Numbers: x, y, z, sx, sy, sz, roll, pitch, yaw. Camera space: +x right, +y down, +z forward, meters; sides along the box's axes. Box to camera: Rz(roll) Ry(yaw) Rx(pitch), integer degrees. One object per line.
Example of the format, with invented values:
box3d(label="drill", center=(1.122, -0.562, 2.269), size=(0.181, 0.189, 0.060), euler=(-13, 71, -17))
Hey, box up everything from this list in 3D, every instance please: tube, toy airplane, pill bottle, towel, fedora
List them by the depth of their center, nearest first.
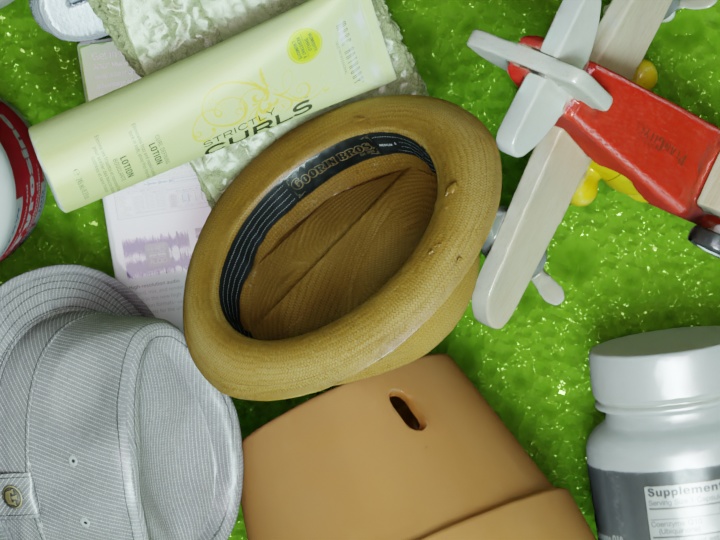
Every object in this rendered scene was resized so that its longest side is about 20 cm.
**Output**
box3d(label="fedora", center=(0.000, 0.000, 1.355), size=(0.200, 0.201, 0.082), euler=(-37, 132, 4))
box3d(label="tube", center=(-0.080, -0.093, 1.365), size=(0.200, 0.058, 0.052), euler=(-23, 86, -5))
box3d(label="fedora", center=(-0.127, 0.093, 1.377), size=(0.090, 0.177, 0.201), euler=(-6, 90, 40))
box3d(label="pill bottle", center=(-0.239, -0.044, 1.386), size=(0.112, 0.200, 0.113), euler=(0, 97, 1))
box3d(label="towel", center=(-0.049, -0.119, 1.407), size=(0.148, 0.036, 0.200), euler=(-30, 109, 1))
box3d(label="toy airplane", center=(0.126, -0.086, 1.409), size=(0.200, 0.141, 0.200), euler=(-23, 115, -26))
box3d(label="pill bottle", center=(0.190, 0.138, 1.447), size=(0.113, 0.113, 0.201), euler=(-8, 96, 1))

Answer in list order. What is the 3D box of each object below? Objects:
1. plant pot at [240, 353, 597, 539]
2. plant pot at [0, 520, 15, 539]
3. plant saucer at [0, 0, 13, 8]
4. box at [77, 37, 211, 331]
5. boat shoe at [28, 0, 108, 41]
box3d(label="plant pot", center=(0.016, 0.138, 1.419), size=(0.200, 0.200, 0.140), euler=(-26, 79, 3))
box3d(label="plant pot", center=(-0.234, 0.135, 1.430), size=(0.186, 0.186, 0.200), euler=(21, 83, -2))
box3d(label="plant saucer", center=(-0.181, -0.233, 1.396), size=(0.050, 0.200, 0.201), euler=(15, 98, -39))
box3d(label="box", center=(-0.078, -0.046, 1.469), size=(0.144, 0.036, 0.201), euler=(-8, 97, 1))
box3d(label="boat shoe", center=(-0.095, -0.185, 1.434), size=(0.200, 0.071, 0.072), euler=(-13, 115, -11))
